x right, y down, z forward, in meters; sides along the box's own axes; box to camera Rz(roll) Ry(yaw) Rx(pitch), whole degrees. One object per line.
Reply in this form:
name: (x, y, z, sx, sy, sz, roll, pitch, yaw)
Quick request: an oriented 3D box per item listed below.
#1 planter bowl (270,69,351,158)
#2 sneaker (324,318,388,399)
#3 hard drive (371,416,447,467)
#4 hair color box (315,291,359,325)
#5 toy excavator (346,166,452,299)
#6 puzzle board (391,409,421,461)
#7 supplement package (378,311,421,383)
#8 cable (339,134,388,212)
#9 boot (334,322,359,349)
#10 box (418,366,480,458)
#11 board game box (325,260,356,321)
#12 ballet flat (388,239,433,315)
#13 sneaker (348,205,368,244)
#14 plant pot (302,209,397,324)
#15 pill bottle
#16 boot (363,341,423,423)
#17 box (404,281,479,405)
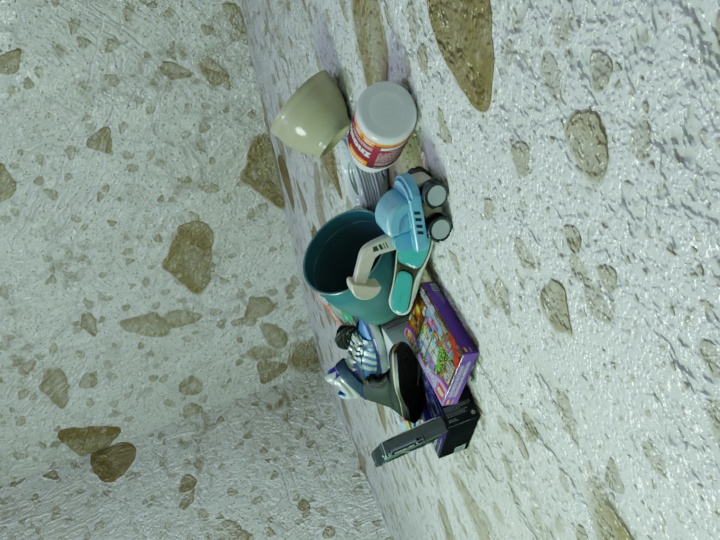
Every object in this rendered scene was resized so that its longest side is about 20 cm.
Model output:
planter bowl: (-0.104, -0.361, 1.772, 0.135, 0.200, 0.200, 44, 168, -1)
sneaker: (-0.017, 0.200, 1.643, 0.081, 0.143, 0.205, -128, 21, -59)
hard drive: (0.096, 0.355, 1.507, 0.201, 0.136, 0.039, 104, 143, -71)
hair color box: (-0.012, 0.017, 1.722, 0.063, 0.202, 0.112, -4, 132, 44)
toy excavator: (0.057, -0.065, 1.297, 0.100, 0.195, 0.199, -126, 22, -59)
puzzle board: (0.101, 0.331, 1.752, 0.202, 0.017, 0.154, -111, 20, -48)
supplement package: (0.100, 0.150, 1.649, 0.201, 0.107, 0.117, -126, 21, -59)
cable: (0.007, -0.214, 1.672, 0.201, 0.067, 0.204, -122, 19, -54)
boot: (0.006, 0.088, 1.801, 0.159, 0.208, 0.080, 54, 172, 43)
box: (0.180, 0.293, 1.551, 0.202, 0.077, 0.144, 90, 162, -58)
board game box: (0.000, 0.000, 1.668, 0.029, 0.200, 0.137, -7, 120, 46)
ballet flat: (0.102, -0.011, 1.450, 0.070, 0.067, 0.205, -126, 45, -58)
sneaker: (0.028, -0.050, 1.642, 0.200, 0.085, 0.077, 47, 164, -15)
plant pot: (0.007, 0.010, 1.536, 0.188, 0.198, 0.202, 49, -171, -46)
pill bottle: (0.034, -0.256, 1.355, 0.200, 0.110, 0.116, 120, 131, -76)
boot: (0.051, 0.226, 1.536, 0.136, 0.077, 0.205, 15, 129, 35)
box: (0.154, 0.141, 1.436, 0.202, 0.038, 0.139, -118, 33, -44)
